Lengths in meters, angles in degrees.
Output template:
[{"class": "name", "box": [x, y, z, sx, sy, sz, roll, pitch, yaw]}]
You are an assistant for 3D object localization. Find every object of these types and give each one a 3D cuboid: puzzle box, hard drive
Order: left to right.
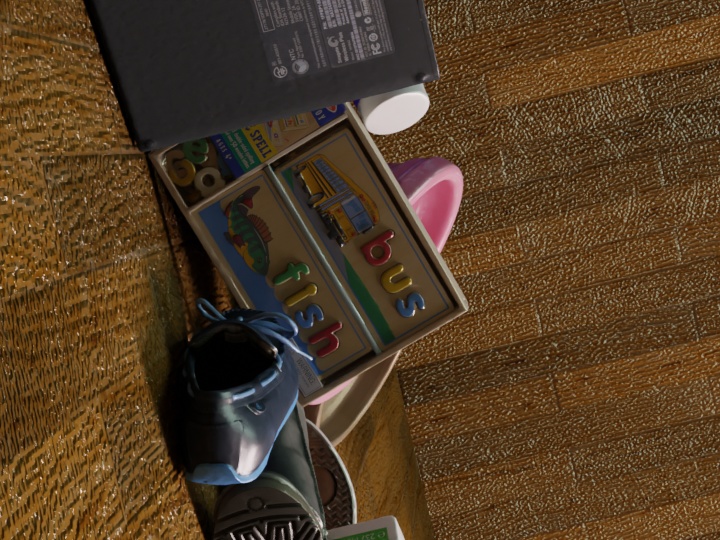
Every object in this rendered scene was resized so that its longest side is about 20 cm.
[{"class": "hard drive", "box": [-0.061, -0.157, 1.344, 0.033, 0.198, 0.140, -101, 176, -53]}, {"class": "puzzle box", "box": [-0.033, -0.027, 1.435, 0.201, 0.132, 0.025, 58, 7, -10]}]

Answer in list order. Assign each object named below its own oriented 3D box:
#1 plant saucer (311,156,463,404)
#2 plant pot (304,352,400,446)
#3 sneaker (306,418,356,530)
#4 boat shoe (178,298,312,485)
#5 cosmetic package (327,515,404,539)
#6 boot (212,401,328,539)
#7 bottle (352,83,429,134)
[{"class": "plant saucer", "box": [0.000, 0.000, 1.565, 0.051, 0.201, 0.201, 33, -8, 14]}, {"class": "plant pot", "box": [-0.024, 0.037, 1.756, 0.202, 0.092, 0.201, -58, 165, -26]}, {"class": "sneaker", "box": [-0.039, 0.206, 1.595, 0.085, 0.072, 0.202, -12, -85, 67]}, {"class": "boat shoe", "box": [-0.070, 0.060, 1.339, 0.200, 0.083, 0.069, -100, -173, -68]}, {"class": "cosmetic package", "box": [-0.003, 0.279, 1.449, 0.085, 0.107, 0.201, 70, 7, -56]}, {"class": "boot", "box": [-0.060, 0.121, 1.412, 0.183, 0.072, 0.201, 76, 6, -49]}, {"class": "bottle", "box": [-0.010, -0.186, 1.477, 0.083, 0.065, 0.201, 7, 52, -46]}]
